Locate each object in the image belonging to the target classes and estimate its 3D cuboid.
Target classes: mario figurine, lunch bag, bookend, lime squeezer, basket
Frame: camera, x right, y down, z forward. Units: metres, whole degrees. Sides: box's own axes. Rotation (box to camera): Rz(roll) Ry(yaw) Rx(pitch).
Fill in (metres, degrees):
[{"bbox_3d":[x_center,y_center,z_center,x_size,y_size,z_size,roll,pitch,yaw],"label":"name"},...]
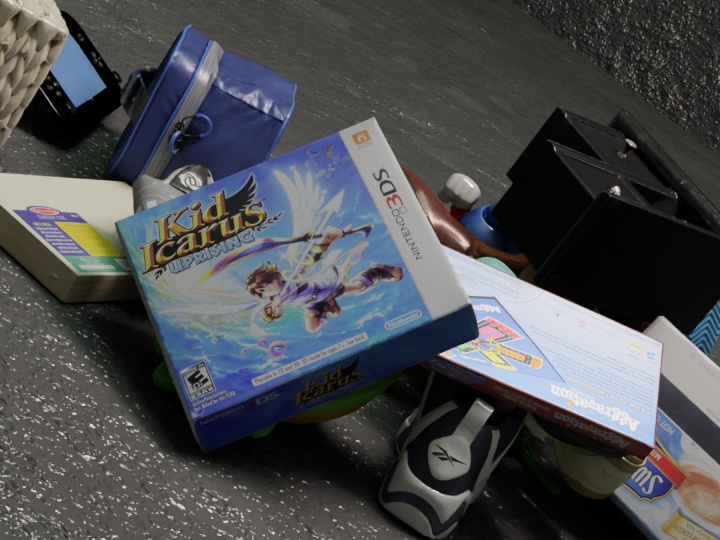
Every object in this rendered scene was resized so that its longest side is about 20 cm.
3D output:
[{"bbox_3d":[0.093,-0.014,1.710,0.106,0.124,0.200,12,-19,-42],"label":"mario figurine"},{"bbox_3d":[-0.141,-0.122,1.607,0.132,0.136,0.200,28,10,-7],"label":"lunch bag"},{"bbox_3d":[0.182,-0.062,1.525,0.198,0.092,0.200,17,28,-43],"label":"bookend"},{"bbox_3d":[0.139,0.112,1.583,0.038,0.070,0.201,49,34,-41],"label":"lime squeezer"},{"bbox_3d":[-0.328,-0.198,1.524,0.123,0.136,0.200,26,17,-30],"label":"basket"}]

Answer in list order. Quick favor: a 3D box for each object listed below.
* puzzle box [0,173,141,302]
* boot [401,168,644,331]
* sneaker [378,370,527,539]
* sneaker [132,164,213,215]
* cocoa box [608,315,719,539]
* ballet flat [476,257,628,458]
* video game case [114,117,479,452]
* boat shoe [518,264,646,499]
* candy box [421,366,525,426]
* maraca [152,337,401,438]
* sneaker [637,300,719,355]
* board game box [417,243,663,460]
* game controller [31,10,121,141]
[{"bbox_3d":[-0.199,-0.025,1.437,0.133,0.025,0.200,40,19,24],"label":"puzzle box"},{"bbox_3d":[0.123,-0.015,1.554,0.199,0.069,0.189,-13,59,-38],"label":"boot"},{"bbox_3d":[0.080,0.102,1.381,0.079,0.130,0.199,35,17,8],"label":"sneaker"},{"bbox_3d":[-0.094,-0.024,1.448,0.200,0.075,0.116,28,32,-42],"label":"sneaker"},{"bbox_3d":[0.269,0.162,1.486,0.200,0.131,0.133,47,0,41],"label":"cocoa box"},{"bbox_3d":[0.134,0.076,1.405,0.073,0.073,0.200,10,35,-51],"label":"ballet flat"},{"bbox_3d":[-0.046,0.005,1.285,0.046,0.199,0.182,74,-8,-52],"label":"video game case"},{"bbox_3d":[0.171,0.073,1.454,0.073,0.063,0.201,15,50,-31],"label":"boat shoe"},{"bbox_3d":[0.097,0.058,1.586,0.102,0.026,0.200,-20,43,-12],"label":"candy box"},{"bbox_3d":[-0.053,0.056,1.338,0.200,0.107,0.137,-24,47,-40],"label":"maraca"},{"bbox_3d":[0.243,0.073,1.633,0.076,0.201,0.081,8,25,-33],"label":"sneaker"},{"bbox_3d":[0.117,0.053,1.328,0.199,0.019,0.103,24,43,-9],"label":"board game box"},{"bbox_3d":[-0.262,-0.175,1.683,0.200,0.042,0.105,-67,133,-74],"label":"game controller"}]
